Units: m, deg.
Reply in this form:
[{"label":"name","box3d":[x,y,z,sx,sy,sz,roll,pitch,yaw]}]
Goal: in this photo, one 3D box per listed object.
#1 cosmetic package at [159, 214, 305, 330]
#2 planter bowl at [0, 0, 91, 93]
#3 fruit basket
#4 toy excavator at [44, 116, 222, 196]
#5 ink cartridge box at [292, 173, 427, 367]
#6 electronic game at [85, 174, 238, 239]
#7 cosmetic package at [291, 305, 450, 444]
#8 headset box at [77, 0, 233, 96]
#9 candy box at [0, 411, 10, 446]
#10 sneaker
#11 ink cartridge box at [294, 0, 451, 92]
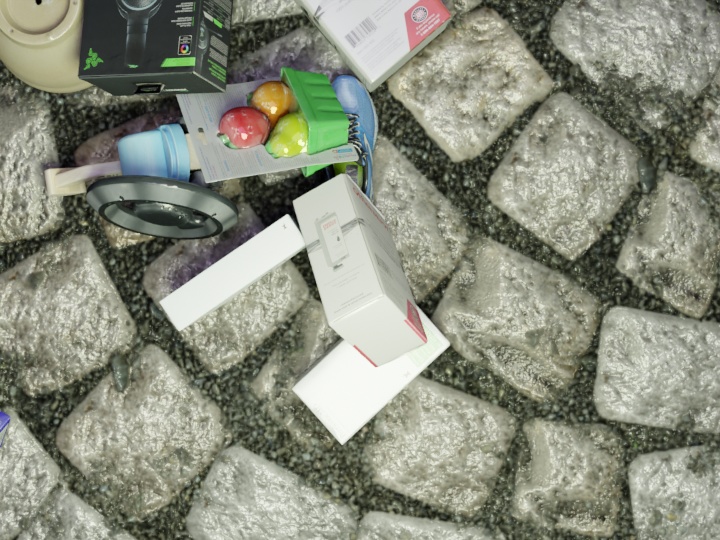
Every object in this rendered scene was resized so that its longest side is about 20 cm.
[{"label":"cosmetic package","box3d":[-0.162,0.001,1.501,0.199,0.151,0.052,-34,90,0]},{"label":"planter bowl","box3d":[-0.417,-0.349,1.510,0.198,0.135,0.202,0,89,0]},{"label":"fruit basket","box3d":[-0.122,-0.182,1.455,0.198,0.094,0.186,-15,49,-12]},{"label":"toy excavator","box3d":[-0.309,-0.142,1.519,0.198,0.194,0.101,-8,90,-28]},{"label":"ink cartridge box","box3d":[0.000,0.000,1.442,0.082,0.147,0.201,-27,54,13]},{"label":"electronic game","box3d":[-0.258,-0.083,1.479,0.198,0.200,0.042,5,74,0]},{"label":"cosmetic package","box3d":[0.013,0.127,1.535,0.200,0.085,0.108,-44,91,-1]},{"label":"headset box","box3d":[-0.260,-0.320,1.450,0.173,0.093,0.202,3,84,20]},{"label":"candy box","box3d":[-0.594,0.214,1.486,0.199,0.169,0.077,30,120,-1]},{"label":"sneaker","box3d":[-0.012,-0.168,1.532,0.078,0.089,0.202,-4,88,-1]},{"label":"ink cartridge box","box3d":[0.004,-0.369,1.535,0.147,0.083,0.200,-39,90,-1]}]
